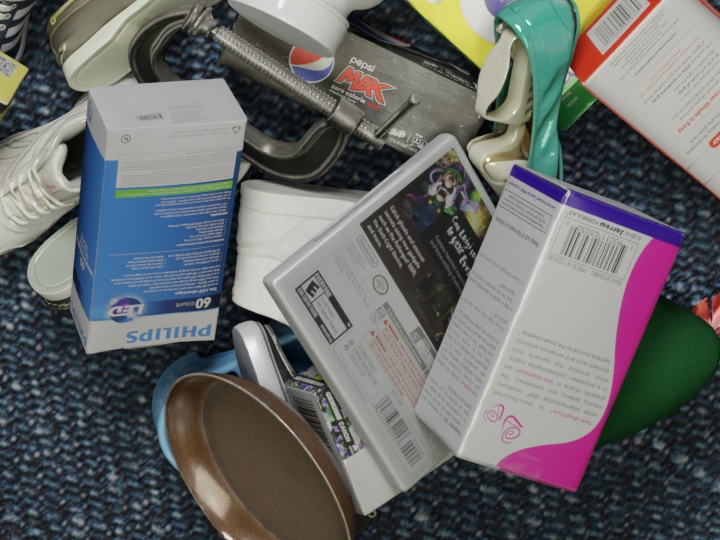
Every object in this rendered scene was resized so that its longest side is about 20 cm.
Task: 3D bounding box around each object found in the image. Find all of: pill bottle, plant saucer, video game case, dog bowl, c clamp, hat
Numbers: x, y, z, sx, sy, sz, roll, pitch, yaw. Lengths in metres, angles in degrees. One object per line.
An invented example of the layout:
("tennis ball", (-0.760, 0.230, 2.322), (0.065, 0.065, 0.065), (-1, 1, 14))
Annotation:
("pill bottle", (-0.011, -0.256, 1.256), (0.112, 0.112, 0.200), (28, 88, -8))
("plant saucer", (-0.071, 0.157, 1.367), (0.032, 0.200, 0.200), (-35, 111, -33))
("video game case", (0.046, 0.031, 1.327), (0.182, 0.023, 0.200), (-39, 113, -19))
("dog bowl", (-0.077, 0.103, 1.446), (0.200, 0.050, 0.112), (-26, 107, 11))
("c clamp", (-0.070, -0.134, 1.297), (0.200, 0.027, 0.171), (29, 147, -5))
("hat", (0.260, 0.078, 1.368), (0.176, 0.166, 0.200), (13, 110, -3))

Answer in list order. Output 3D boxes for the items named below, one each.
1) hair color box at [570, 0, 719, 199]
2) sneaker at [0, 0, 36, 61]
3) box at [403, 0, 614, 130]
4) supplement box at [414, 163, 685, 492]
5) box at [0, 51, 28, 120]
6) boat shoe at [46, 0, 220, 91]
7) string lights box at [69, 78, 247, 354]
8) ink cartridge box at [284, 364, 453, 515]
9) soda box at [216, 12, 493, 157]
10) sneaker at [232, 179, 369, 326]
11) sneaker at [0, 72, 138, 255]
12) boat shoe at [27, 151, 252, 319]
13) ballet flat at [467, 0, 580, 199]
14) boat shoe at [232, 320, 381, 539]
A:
("hair color box", (0.256, -0.128, 1.325), (0.200, 0.061, 0.102), (36, 107, -26))
("sneaker", (-0.268, -0.196, 1.315), (0.070, 0.109, 0.200), (33, 107, -9))
("box", (0.118, -0.202, 1.336), (0.200, 0.048, 0.117), (40, 106, -14))
("supplement box", (0.131, 0.040, 1.278), (0.101, 0.103, 0.200), (19, 97, -21))
("box", (-0.323, -0.090, 1.348), (0.075, 0.050, 0.200), (31, 129, -8))
("boat shoe", (-0.147, -0.214, 1.326), (0.202, 0.072, 0.060), (-36, 69, 13))
("string lights box", (-0.150, -0.037, 1.305), (0.103, 0.059, 0.200), (-6, 130, -23))
("ink cartridge box", (0.048, 0.089, 1.383), (0.200, 0.050, 0.109), (-31, 110, -26))
("soda box", (-0.003, -0.148, 1.349), (0.200, 0.063, 0.071), (25, 107, -8))
("sneaker", (0.000, 0.000, 1.387), (0.200, 0.074, 0.116), (8, 102, -4))
("sneaker", (-0.236, -0.074, 1.361), (0.200, 0.099, 0.078), (-38, 105, 13))
("boat shoe", (-0.164, -0.035, 1.396), (0.200, 0.076, 0.060), (-31, 145, 2))
("ballet flat", (0.111, -0.108, 1.308), (0.070, 0.067, 0.200), (-11, 124, -22))
("boat shoe", (-0.037, 0.121, 1.395), (0.066, 0.070, 0.200), (-26, 103, -13))
